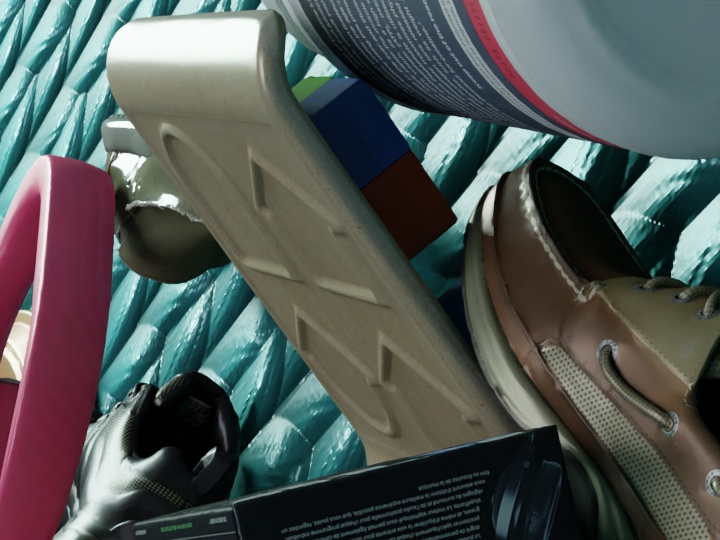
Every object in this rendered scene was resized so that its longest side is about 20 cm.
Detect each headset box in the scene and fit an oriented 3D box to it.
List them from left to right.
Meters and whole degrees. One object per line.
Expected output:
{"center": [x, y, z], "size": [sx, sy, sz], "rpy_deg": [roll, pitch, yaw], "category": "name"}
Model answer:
{"center": [0.012, 0.155, 0.655], "size": [0.174, 0.092, 0.201], "rpy_deg": [148, 109, -74], "category": "headset box"}

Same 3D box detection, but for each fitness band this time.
{"center": [-0.138, 0.040, 0.976], "size": [0.200, 0.037, 0.144], "rpy_deg": [-97, 29, -52], "category": "fitness band"}

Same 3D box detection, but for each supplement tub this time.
{"center": [0.054, -0.110, 0.672], "size": [0.200, 0.140, 0.141], "rpy_deg": [19, 101, 63], "category": "supplement tub"}

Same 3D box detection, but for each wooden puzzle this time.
{"center": [0.000, 0.000, 0.766], "size": [0.200, 0.046, 0.185], "rpy_deg": [59, 165, -15], "category": "wooden puzzle"}

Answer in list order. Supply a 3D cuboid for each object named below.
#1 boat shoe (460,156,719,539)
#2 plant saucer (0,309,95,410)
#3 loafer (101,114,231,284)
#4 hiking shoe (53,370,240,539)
{"center": [0.092, 0.041, 0.646], "size": [0.074, 0.076, 0.200], "rpy_deg": [-46, 47, 26], "category": "boat shoe"}
{"center": [-0.187, 0.120, 1.224], "size": [0.200, 0.032, 0.201], "rpy_deg": [-25, 62, 61], "category": "plant saucer"}
{"center": [-0.062, -0.028, 0.975], "size": [0.200, 0.075, 0.070], "rpy_deg": [-163, 76, -73], "category": "loafer"}
{"center": [-0.089, 0.089, 1.007], "size": [0.101, 0.076, 0.200], "rpy_deg": [-47, 18, 1], "category": "hiking shoe"}
